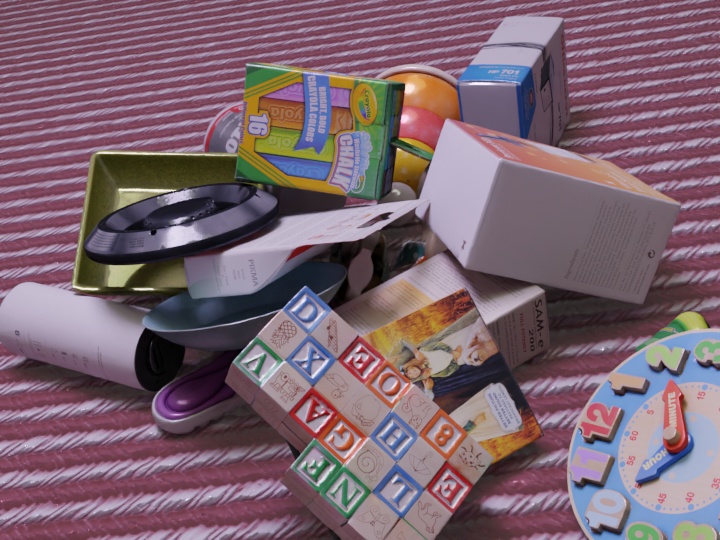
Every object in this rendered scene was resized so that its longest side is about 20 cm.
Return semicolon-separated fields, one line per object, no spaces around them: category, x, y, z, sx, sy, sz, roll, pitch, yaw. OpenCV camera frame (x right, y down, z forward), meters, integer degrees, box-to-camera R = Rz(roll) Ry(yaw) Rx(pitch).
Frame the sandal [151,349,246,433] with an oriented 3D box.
sandal;-0.115;0.086;1.008;0.082;0.050;0.202;29;54;35

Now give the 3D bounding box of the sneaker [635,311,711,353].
sneaker;0.274;0.123;0.846;0.083;0.074;0.201;-30;31;23

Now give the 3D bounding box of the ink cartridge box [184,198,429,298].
ink cartridge box;-0.048;-0.023;1.007;0.198;0.051;0.161;-2;16;29

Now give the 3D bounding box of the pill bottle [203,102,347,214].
pill bottle;-0.105;-0.128;1.276;0.113;0.115;0.200;-26;36;-22

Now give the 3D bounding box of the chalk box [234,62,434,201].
chalk box;-0.019;-0.147;1.095;0.198;0.125;0.125;8;11;6

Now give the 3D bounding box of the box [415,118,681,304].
box;0.178;-0.059;1.009;0.198;0.107;0.152;11;19;-21

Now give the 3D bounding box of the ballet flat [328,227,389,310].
ballet flat;0.000;0.000;1.089;0.068;0.072;0.201;13;34;-4

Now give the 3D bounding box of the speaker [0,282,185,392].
speaker;-0.279;0.067;1.066;0.198;0.082;0.081;10;38;30

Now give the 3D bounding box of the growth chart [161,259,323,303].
growth chart;-0.126;0.031;1.132;0.198;0.018;0.145;-10;33;2

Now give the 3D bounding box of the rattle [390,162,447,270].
rattle;0.077;-0.048;1.149;0.142;0.130;0.201;14;66;50

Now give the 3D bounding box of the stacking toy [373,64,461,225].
stacking toy;0.059;-0.138;1.258;0.145;0.147;0.201;0;50;16

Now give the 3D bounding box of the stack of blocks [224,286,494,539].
stack of blocks;-0.011;0.125;0.797;0.200;0.059;0.115;42;66;4

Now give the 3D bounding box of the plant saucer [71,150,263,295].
plant saucer;-0.207;-0.044;1.147;0.198;0.048;0.201;1;53;-5

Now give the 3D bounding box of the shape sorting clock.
shape sorting clock;0.240;0.131;0.770;0.199;0.039;0.201;-34;35;28

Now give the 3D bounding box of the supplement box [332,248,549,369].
supplement box;0.063;0.063;0.976;0.199;0.074;0.126;-27;37;-20

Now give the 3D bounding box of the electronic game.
electronic game;-0.179;-0.046;1.039;0.198;0.042;0.200;-10;18;3

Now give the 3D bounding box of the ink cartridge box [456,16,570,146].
ink cartridge box;0.194;-0.209;1.279;0.085;0.147;0.200;6;37;26

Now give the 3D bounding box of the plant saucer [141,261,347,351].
plant saucer;-0.106;0.039;0.982;0.199;0.039;0.201;-12;13;3

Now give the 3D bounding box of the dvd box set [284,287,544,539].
dvd box set;0.036;0.118;0.862;0.199;0.029;0.147;-23;79;-19
